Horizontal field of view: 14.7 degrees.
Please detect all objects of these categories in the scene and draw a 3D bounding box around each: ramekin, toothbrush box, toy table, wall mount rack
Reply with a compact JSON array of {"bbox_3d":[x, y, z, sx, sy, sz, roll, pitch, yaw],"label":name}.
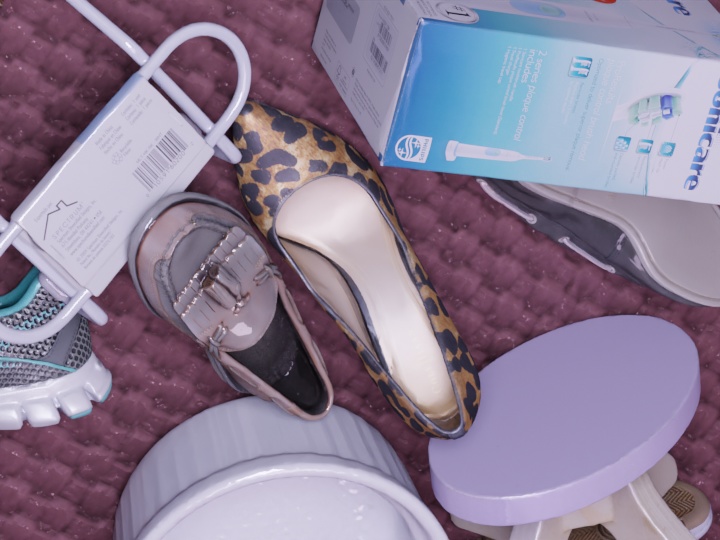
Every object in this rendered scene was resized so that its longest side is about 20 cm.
[{"bbox_3d":[-0.050,0.169,1.608,0.199,0.098,0.201,-6,122,-9],"label":"ramekin"},{"bbox_3d":[0.092,-0.113,1.471,0.199,0.147,0.086,7,117,-20],"label":"toothbrush box"},{"bbox_3d":[0.122,0.122,1.608,0.199,0.183,0.118,-29,126,-31],"label":"toy table"},{"bbox_3d":[-0.158,-0.070,1.444,0.200,0.074,0.174,-50,126,-9],"label":"wall mount rack"}]

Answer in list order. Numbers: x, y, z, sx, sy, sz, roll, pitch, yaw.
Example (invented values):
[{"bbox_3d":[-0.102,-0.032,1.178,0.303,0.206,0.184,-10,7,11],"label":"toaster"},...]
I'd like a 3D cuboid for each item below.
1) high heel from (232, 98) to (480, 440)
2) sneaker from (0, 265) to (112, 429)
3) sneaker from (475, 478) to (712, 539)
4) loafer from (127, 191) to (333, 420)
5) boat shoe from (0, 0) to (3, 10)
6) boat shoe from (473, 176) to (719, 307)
[{"bbox_3d":[0.000,0.000,1.507,0.071,0.143,0.200,-34,123,4],"label":"high heel"},{"bbox_3d":[-0.238,0.045,1.511,0.199,0.078,0.092,-12,105,-16],"label":"sneaker"},{"bbox_3d":[0.130,0.206,1.710,0.199,0.071,0.113,-20,119,3],"label":"sneaker"},{"bbox_3d":[-0.061,0.022,1.503,0.072,0.063,0.200,-49,151,-8],"label":"loafer"},{"bbox_3d":[-0.254,-0.177,1.359,0.199,0.076,0.074,32,99,-25],"label":"boat shoe"},{"bbox_3d":[0.139,-0.039,1.591,0.200,0.057,0.067,31,73,-33],"label":"boat shoe"}]
